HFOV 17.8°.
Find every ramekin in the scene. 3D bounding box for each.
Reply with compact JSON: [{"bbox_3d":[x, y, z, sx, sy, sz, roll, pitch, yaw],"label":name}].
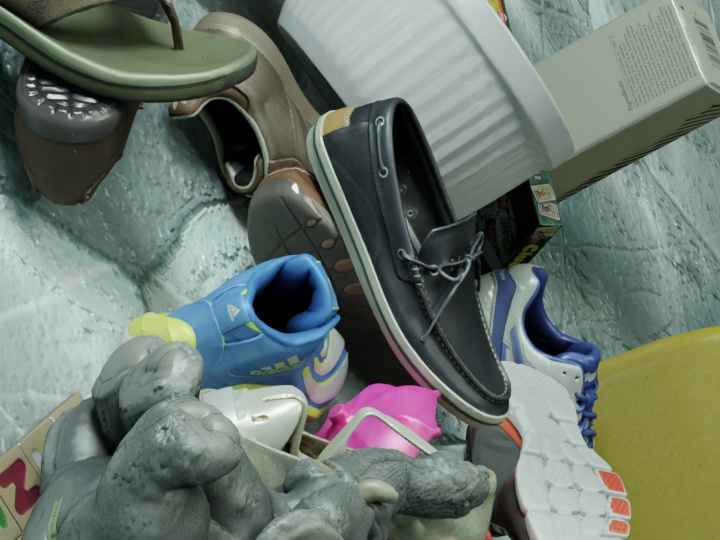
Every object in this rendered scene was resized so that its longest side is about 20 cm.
[{"bbox_3d":[0.035,-0.122,1.443,0.200,0.105,0.200,53,-2,2],"label":"ramekin"}]

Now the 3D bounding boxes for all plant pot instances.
[{"bbox_3d":[0.273,0.125,1.604,0.195,0.199,0.195,-2,66,-62],"label":"plant pot"}]

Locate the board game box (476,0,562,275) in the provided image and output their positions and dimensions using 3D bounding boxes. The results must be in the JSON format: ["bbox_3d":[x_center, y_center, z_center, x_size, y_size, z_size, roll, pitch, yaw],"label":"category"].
[{"bbox_3d":[0.085,-0.087,1.576,0.023,0.105,0.201,5,57,-25],"label":"board game box"}]

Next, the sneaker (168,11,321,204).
[{"bbox_3d":[-0.049,-0.061,1.369,0.200,0.070,0.076,48,55,-31],"label":"sneaker"}]

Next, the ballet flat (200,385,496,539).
[{"bbox_3d":[-0.024,0.089,1.149,0.199,0.063,0.067,22,11,-14],"label":"ballet flat"}]

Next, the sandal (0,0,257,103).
[{"bbox_3d":[-0.145,-0.139,1.145,0.200,0.058,0.080,24,29,4],"label":"sandal"}]

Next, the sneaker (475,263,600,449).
[{"bbox_3d":[0.125,0.091,1.493,0.201,0.088,0.075,60,24,-8],"label":"sneaker"}]

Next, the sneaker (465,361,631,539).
[{"bbox_3d":[0.106,0.139,1.392,0.077,0.082,0.200,19,27,-17],"label":"sneaker"}]

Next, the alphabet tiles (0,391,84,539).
[{"bbox_3d":[-0.118,0.152,1.081,0.167,0.006,0.200,59,26,-7],"label":"alphabet tiles"}]

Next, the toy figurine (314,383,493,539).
[{"bbox_3d":[0.043,0.150,1.269,0.185,0.150,0.200,59,3,15],"label":"toy figurine"}]

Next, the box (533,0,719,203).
[{"bbox_3d":[0.162,-0.112,1.627,0.068,0.199,0.083,15,53,-56],"label":"box"}]

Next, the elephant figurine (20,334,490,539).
[{"bbox_3d":[-0.048,0.131,1.055,0.200,0.155,0.142,37,21,-26],"label":"elephant figurine"}]

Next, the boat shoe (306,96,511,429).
[{"bbox_3d":[0.039,-0.006,1.285,0.201,0.062,0.075,65,27,1],"label":"boat shoe"}]

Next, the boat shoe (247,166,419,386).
[{"bbox_3d":[0.000,0.000,1.358,0.200,0.075,0.072,52,43,-41],"label":"boat shoe"}]

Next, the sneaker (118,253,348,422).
[{"bbox_3d":[-0.037,0.039,1.225,0.200,0.105,0.076,-5,69,-62],"label":"sneaker"}]

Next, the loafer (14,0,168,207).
[{"bbox_3d":[-0.150,-0.095,1.211,0.073,0.071,0.200,13,27,0],"label":"loafer"}]
